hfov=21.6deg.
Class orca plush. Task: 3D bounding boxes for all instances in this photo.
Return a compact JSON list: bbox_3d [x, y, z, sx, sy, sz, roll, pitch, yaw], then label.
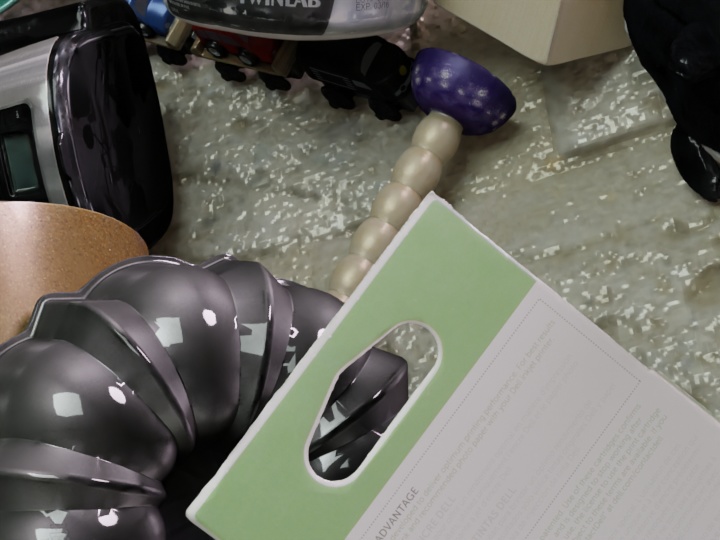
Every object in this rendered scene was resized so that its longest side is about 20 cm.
[{"bbox_3d":[0.143,-0.061,0.739,0.105,0.071,0.201,-47,47,41],"label":"orca plush"}]

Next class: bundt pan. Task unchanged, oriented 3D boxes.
[{"bbox_3d":[-0.052,0.088,0.702,0.203,0.201,0.076,-66,17,-17],"label":"bundt pan"}]

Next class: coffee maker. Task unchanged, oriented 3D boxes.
[{"bbox_3d":[-0.195,-0.063,0.884,0.198,0.136,0.193,-8,35,10],"label":"coffee maker"}]

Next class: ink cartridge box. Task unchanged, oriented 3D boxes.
[{"bbox_3d":[0.057,0.091,0.670,0.200,0.048,0.146,38,83,-3],"label":"ink cartridge box"}]

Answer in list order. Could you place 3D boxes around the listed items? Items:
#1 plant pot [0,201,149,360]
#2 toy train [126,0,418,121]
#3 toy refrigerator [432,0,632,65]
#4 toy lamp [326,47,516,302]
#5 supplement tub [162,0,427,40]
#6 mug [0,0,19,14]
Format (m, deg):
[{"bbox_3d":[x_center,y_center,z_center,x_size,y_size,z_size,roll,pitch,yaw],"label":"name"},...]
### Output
[{"bbox_3d":[-0.160,0.102,0.780,0.185,0.186,0.202,-19,71,16],"label":"plant pot"},{"bbox_3d":[-0.057,-0.112,0.907,0.199,0.046,0.034,18,73,33],"label":"toy train"},{"bbox_3d":[0.095,-0.197,0.794,0.076,0.070,0.201,35,127,36],"label":"toy refrigerator"},{"bbox_3d":[0.000,0.000,0.811,0.058,0.058,0.201,19,75,33],"label":"toy lamp"},{"bbox_3d":[-0.026,-0.208,0.812,0.122,0.122,0.202,14,110,32],"label":"supplement tub"},{"bbox_3d":[-0.218,-0.187,0.951,0.152,0.185,0.114,-46,21,-5],"label":"mug"}]
